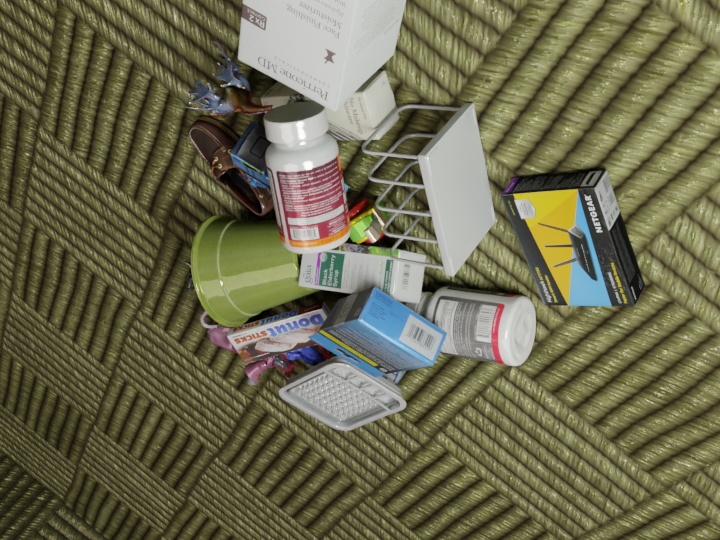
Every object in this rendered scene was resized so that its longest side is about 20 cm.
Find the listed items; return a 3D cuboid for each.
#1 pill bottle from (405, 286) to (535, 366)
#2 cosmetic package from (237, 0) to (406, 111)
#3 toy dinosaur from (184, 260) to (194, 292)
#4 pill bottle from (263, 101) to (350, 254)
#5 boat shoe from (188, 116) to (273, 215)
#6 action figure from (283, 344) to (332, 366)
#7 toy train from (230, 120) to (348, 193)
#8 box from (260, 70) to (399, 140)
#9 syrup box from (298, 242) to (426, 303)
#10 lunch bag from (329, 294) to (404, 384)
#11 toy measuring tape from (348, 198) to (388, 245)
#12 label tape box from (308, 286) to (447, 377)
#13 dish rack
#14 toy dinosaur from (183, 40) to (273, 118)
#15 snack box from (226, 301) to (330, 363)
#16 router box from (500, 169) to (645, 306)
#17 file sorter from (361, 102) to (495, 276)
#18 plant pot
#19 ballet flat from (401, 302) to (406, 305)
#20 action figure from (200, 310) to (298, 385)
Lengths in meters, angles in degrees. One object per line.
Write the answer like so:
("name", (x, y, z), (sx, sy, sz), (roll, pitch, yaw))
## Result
("pill bottle", (0.170, 0.084, 1.549), (0.198, 0.111, 0.112), (7, 132, 34))
("cosmetic package", (-0.043, -0.354, 1.255), (0.164, 0.165, 0.201), (30, 141, 13))
("toy dinosaur", (-0.250, -0.006, 1.823), (0.134, 0.103, 0.202), (13, 131, 14))
("pill bottle", (-0.080, -0.136, 1.418), (0.108, 0.109, 0.202), (9, 122, 32))
("boat shoe", (-0.218, -0.177, 1.644), (0.200, 0.070, 0.070), (41, 142, 1))
("action figure", (-0.078, 0.161, 1.773), (0.199, 0.052, 0.066), (29, 147, 16))
("toy train", (-0.113, -0.152, 1.546), (0.199, 0.087, 0.114), (32, 171, 9))
("box", (-0.047, -0.242, 1.443), (0.198, 0.068, 0.083), (4, 128, 37))
("syrup box", (0.000, 0.000, 1.552), (0.198, 0.081, 0.080), (8, 89, 37))
("lunch bag", (0.023, 0.119, 1.732), (0.159, 0.076, 0.201), (34, 142, 11))
("toy measuring tape", (0.004, -0.064, 1.486), (0.073, 0.200, 0.075), (1, 107, 5))
("label tape box", (0.023, 0.101, 1.533), (0.143, 0.064, 0.200), (33, 158, -17))
("dish rack", (-0.031, 0.212, 1.721), (0.171, 0.044, 0.199), (33, 139, -26))
("toy dinosaur", (-0.200, -0.255, 1.492), (0.200, 0.105, 0.181), (47, -175, 17))
("snack box", (-0.136, 0.112, 1.726), (0.198, 0.024, 0.072), (-17, 122, 22))
("router box", (0.301, -0.041, 1.370), (0.148, 0.051, 0.201), (-1, 127, 41))
("file sorter", (0.096, -0.121, 1.392), (0.123, 0.139, 0.202), (11, 134, 33))
("plant pot", (-0.159, -0.012, 1.681), (0.188, 0.201, 0.201), (-8, 123, 29))
("ballet flat", (0.032, 0.068, 1.609), (0.071, 0.072, 0.202), (29, 106, 12))
("action figure", (-0.190, 0.136, 1.867), (0.199, 0.134, 0.150), (29, 153, 33))
